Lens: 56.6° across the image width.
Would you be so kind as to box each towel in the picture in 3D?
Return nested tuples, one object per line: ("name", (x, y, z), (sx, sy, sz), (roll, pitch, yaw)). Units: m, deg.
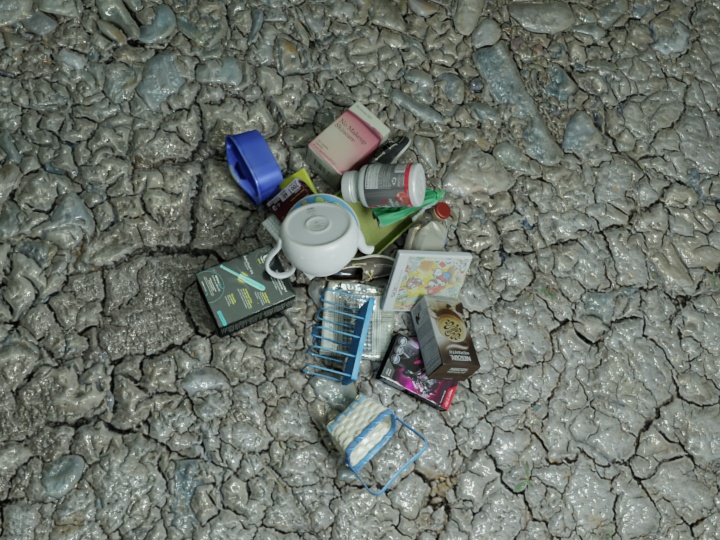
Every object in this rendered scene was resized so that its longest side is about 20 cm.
("towel", (-0.004, 0.128, 1.717), (0.192, 0.035, 0.200), (8, 72, -8))
("towel", (-0.137, -0.163, 1.764), (0.086, 0.018, 0.200), (-29, 84, 11))

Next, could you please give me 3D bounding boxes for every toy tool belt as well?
("toy tool belt", (0.170, -0.077, 1.771), (0.125, 0.123, 0.200), (26, 65, -17))

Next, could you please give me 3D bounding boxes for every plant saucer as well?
("plant saucer", (0.032, -0.156, 1.802), (0.200, 0.048, 0.200), (-42, 84, -19))

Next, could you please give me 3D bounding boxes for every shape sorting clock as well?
("shape sorting clock", (-0.098, -0.091, 1.664), (0.200, 0.039, 0.200), (0, 91, 12))

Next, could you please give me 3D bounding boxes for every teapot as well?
("teapot", (-0.097, -0.054, 1.576), (0.200, 0.146, 0.197), (17, 47, 20))

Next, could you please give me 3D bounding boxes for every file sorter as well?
("file sorter", (-0.057, 0.160, 1.614), (0.123, 0.139, 0.200), (15, 73, -7))

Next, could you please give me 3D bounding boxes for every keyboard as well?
("keyboard", (-0.175, -0.067, 1.757), (0.056, 0.011, 0.200), (-39, 83, -18))

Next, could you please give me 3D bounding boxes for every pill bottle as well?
("pill bottle", (0.057, -0.215, 1.701), (0.200, 0.111, 0.111), (1, 71, 20))

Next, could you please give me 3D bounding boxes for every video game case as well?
("video game case", (0.167, 0.030, 1.700), (0.200, 0.182, 0.023), (1, 36, -19))

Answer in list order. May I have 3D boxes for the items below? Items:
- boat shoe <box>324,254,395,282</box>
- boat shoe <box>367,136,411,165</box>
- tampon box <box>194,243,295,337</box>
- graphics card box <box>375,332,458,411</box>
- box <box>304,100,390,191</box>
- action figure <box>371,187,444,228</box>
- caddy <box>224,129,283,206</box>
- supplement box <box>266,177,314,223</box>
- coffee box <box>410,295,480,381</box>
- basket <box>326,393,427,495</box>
("boat shoe", (0.000, 0.000, 1.727), (0.200, 0.072, 0.060), (2, 46, -11))
("boat shoe", (0.077, -0.319, 1.819), (0.060, 0.074, 0.200), (41, 49, -8))
("tampon box", (-0.282, 0.050, 1.641), (0.200, 0.126, 0.150), (-23, 80, -17))
("graphics card box", (0.151, 0.257, 1.688), (0.200, 0.051, 0.126), (28, 70, -7))
("box", (-0.037, -0.337, 1.811), (0.128, 0.109, 0.200), (43, 71, 4))
("action figure", (0.130, -0.171, 1.754), (0.200, 0.055, 0.118), (-20, 44, -7))
("caddy", (-0.285, -0.265, 1.728), (0.105, 0.141, 0.200), (-26, 79, -20))
("supplement box", (-0.136, -0.128, 1.723), (0.109, 0.061, 0.200), (-41, 83, 10))
("coffee box", (0.210, 0.170, 1.674), (0.113, 0.080, 0.200), (7, 51, -27))
("basket", (0.034, 0.403, 1.576), (0.176, 0.139, 0.200), (-38, 53, -18))
